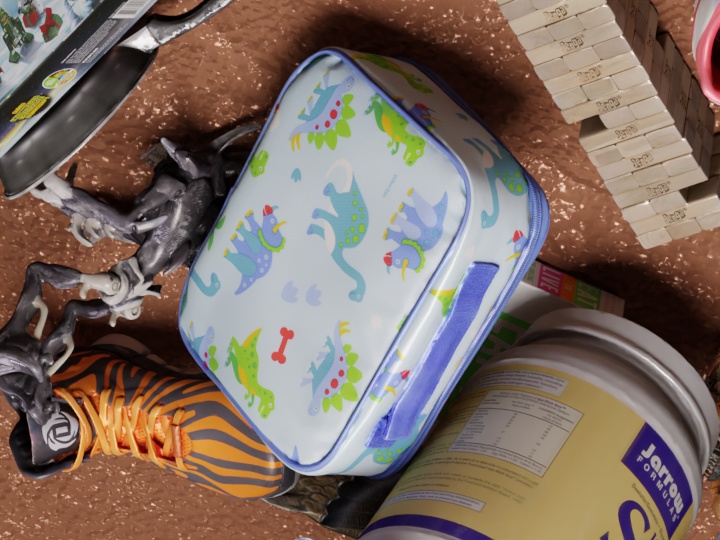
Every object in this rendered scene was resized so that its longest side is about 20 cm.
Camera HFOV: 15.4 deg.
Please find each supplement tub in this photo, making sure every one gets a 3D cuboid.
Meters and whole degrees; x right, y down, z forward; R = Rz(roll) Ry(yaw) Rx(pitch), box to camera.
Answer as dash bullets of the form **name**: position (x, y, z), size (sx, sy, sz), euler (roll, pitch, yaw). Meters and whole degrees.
- **supplement tub**: position (0.093, 0.131, 1.404), size (0.145, 0.200, 0.146), euler (24, 143, 19)

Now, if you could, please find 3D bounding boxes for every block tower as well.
- **block tower**: position (0.132, -0.098, 1.360), size (0.058, 0.054, 0.200), euler (-19, 125, 27)

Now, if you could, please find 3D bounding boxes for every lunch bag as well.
- **lunch bag**: position (0.000, 0.000, 1.385), size (0.082, 0.161, 0.201), euler (6, 120, -46)

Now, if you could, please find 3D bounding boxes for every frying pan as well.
- **frying pan**: position (-0.127, -0.101, 1.384), size (0.031, 0.115, 0.190), euler (44, 127, -16)

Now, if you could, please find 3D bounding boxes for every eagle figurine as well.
- **eagle figurine**: position (0.032, 0.159, 1.562), size (0.151, 0.151, 0.200), euler (-25, 112, 15)

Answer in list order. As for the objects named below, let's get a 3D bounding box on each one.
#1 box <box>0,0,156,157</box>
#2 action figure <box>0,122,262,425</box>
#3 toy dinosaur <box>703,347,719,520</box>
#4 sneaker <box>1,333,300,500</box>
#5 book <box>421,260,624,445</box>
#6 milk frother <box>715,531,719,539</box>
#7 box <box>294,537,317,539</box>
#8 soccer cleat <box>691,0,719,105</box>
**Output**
- **box**: position (-0.190, -0.145, 1.353), size (0.040, 0.137, 0.200), euler (-4, 153, -46)
- **action figure**: position (-0.139, -0.018, 1.461), size (0.102, 0.200, 0.119), euler (39, 170, 27)
- **toy dinosaur**: position (0.249, 0.121, 1.525), size (0.135, 0.102, 0.200), euler (10, 154, 26)
- **sneaker**: position (-0.130, 0.095, 1.511), size (0.199, 0.112, 0.078), euler (14, 110, 44)
- **book**: position (0.033, 0.029, 1.514), size (0.199, 0.048, 0.134), euler (23, 127, -6)
- **milk frother**: position (0.195, 0.202, 1.357), size (0.199, 0.188, 0.181), euler (1, 90, 6)
- **box**: position (0.014, 0.221, 1.365), size (0.119, 0.042, 0.200), euler (13, 140, 32)
- **soccer cleat**: position (0.217, -0.162, 1.266), size (0.068, 0.073, 0.200), euler (24, 133, -8)
